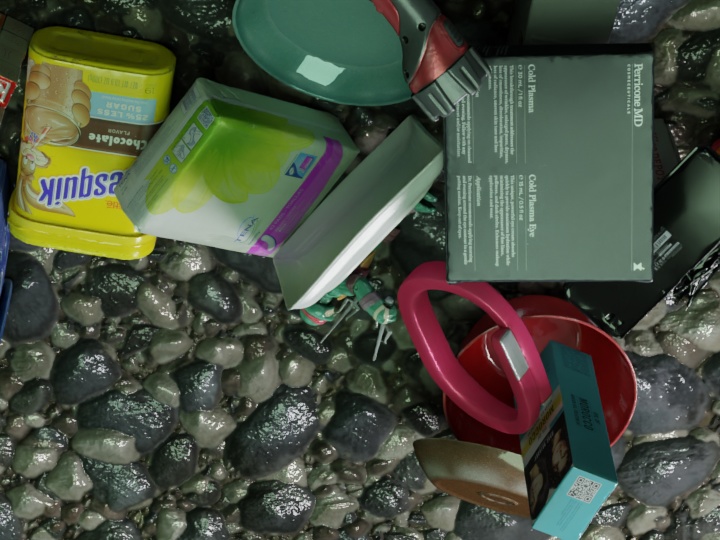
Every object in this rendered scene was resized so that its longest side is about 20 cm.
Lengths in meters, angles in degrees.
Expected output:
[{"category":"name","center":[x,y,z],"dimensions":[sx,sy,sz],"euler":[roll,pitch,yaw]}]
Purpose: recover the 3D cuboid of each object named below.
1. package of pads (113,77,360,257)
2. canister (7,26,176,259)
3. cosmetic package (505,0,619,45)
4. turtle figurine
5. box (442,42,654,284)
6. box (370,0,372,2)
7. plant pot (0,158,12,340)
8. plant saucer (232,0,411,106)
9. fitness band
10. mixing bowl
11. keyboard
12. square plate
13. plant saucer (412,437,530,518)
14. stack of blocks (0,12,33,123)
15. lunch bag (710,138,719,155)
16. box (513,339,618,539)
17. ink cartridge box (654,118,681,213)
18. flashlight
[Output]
[{"category":"package of pads","center":[-0.119,-0.093,1.633],"dimensions":[0.199,0.068,0.155],"euler":[11,128,-48]},{"category":"canister","center":[-0.259,-0.124,1.654],"dimensions":[0.147,0.087,0.201],"euler":[9,120,-5]},{"category":"cosmetic package","center":[0.190,-0.257,1.558],"dimensions":[0.089,0.107,0.201],"euler":[6,120,-2]},{"category":"turtle figurine","center":[0.000,0.000,1.698],"dimensions":[0.100,0.150,0.201],"euler":[28,105,-21]},{"category":"box","center":[0.166,-0.095,1.502],"dimensions":[0.180,0.104,0.202],"euler":[1,101,8]},{"category":"box","center":[0.082,-0.322,1.477],"dimensions":[0.044,0.199,0.161],"euler":[35,125,28]},{"category":"plant pot","center":[-0.444,0.017,1.679],"dimensions":[0.198,0.201,0.181],"euler":[0,128,-1]},{"category":"plant saucer","center":[-0.019,-0.225,1.579],"dimensions":[0.198,0.036,0.200],"euler":[11,152,6]},{"category":"fitness band","center":[0.108,0.074,1.629],"dimensions":[0.037,0.143,0.201],"euler":[-44,131,-25]},{"category":"mixing bowl","center":[0.183,0.101,1.779],"dimensions":[0.198,0.109,0.202],"euler":[0,123,1]},{"category":"keyboard","center":[0.286,-0.018,1.586],"dimensions":[0.104,0.040,0.200],"euler":[43,116,2]},{"category":"square plate","center":[0.000,-0.053,1.590],"dimensions":[0.028,0.198,0.200],"euler":[42,96,-15]},{"category":"plant saucer","center":[0.145,0.219,1.757],"dimensions":[0.199,0.037,0.201],"euler":[16,164,5]},{"category":"stack of blocks","center":[-0.361,-0.145,1.570],"dimensions":[0.058,0.201,0.116],"euler":[24,120,-16]},{"category":"lunch bag","center":[0.446,-0.064,1.667],"dimensions":[0.175,0.082,0.200],"euler":[-20,126,34]},{"category":"box","center":[0.193,0.160,1.635],"dimensions":[0.049,0.201,0.083],"euler":[22,120,-14]},{"category":"ink cartridge box","center":[0.206,-0.077,1.647],"dimensions":[0.198,0.146,0.088],"euler":[-3,123,1]},{"category":"flashlight","center":[0.022,-0.218,1.403],"dimensions":[0.068,0.068,0.200],"euler":[-44,99,-14]}]
